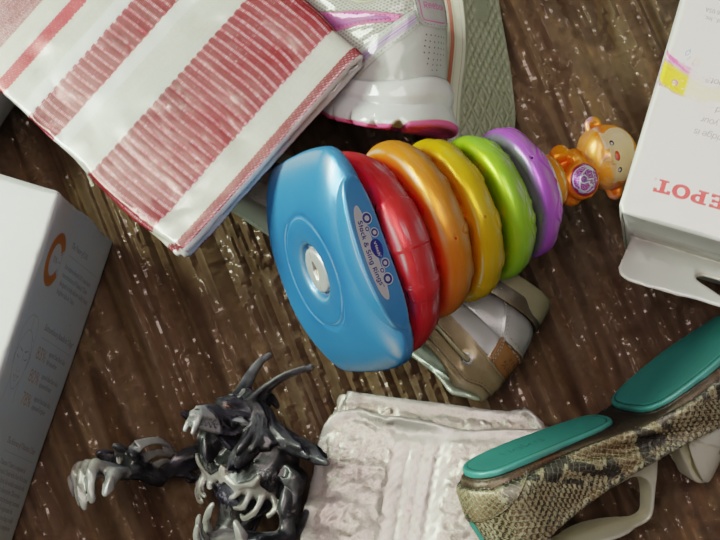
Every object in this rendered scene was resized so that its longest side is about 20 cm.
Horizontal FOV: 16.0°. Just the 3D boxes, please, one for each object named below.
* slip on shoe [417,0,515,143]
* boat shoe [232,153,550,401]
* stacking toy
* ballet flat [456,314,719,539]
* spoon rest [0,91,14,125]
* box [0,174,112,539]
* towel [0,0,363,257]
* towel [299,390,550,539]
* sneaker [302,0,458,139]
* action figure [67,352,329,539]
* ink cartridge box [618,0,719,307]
[{"bbox_3d":[0.042,-0.111,1.408,0.061,0.074,0.201,-12,78,28],"label":"slip on shoe"},{"bbox_3d":[0.000,0.000,1.384,0.199,0.075,0.069,27,78,10],"label":"boat shoe"},{"bbox_3d":[0.062,-0.031,1.322,0.199,0.110,0.117,-20,93,-23],"label":"stacking toy"},{"bbox_3d":[0.143,0.094,1.348,0.199,0.068,0.076,-29,105,-17],"label":"ballet flat"},{"bbox_3d":[-0.198,-0.094,1.424,0.199,0.099,0.061,-11,91,-5],"label":"spoon rest"},{"bbox_3d":[-0.220,0.052,1.377,0.097,0.124,0.201,17,82,10],"label":"box"},{"bbox_3d":[-0.110,-0.117,1.349,0.200,0.023,0.144,42,90,24],"label":"towel"},{"bbox_3d":[0.032,0.168,1.369,0.132,0.034,0.201,5,81,9],"label":"towel"},{"bbox_3d":[-0.023,-0.128,1.380,0.199,0.081,0.089,14,95,36],"label":"sneaker"},{"bbox_3d":[-0.087,0.135,1.353,0.118,0.102,0.201,14,85,38],"label":"action figure"},{"bbox_3d":[0.216,-0.070,1.342,0.128,0.125,0.201,17,82,10],"label":"ink cartridge box"}]
